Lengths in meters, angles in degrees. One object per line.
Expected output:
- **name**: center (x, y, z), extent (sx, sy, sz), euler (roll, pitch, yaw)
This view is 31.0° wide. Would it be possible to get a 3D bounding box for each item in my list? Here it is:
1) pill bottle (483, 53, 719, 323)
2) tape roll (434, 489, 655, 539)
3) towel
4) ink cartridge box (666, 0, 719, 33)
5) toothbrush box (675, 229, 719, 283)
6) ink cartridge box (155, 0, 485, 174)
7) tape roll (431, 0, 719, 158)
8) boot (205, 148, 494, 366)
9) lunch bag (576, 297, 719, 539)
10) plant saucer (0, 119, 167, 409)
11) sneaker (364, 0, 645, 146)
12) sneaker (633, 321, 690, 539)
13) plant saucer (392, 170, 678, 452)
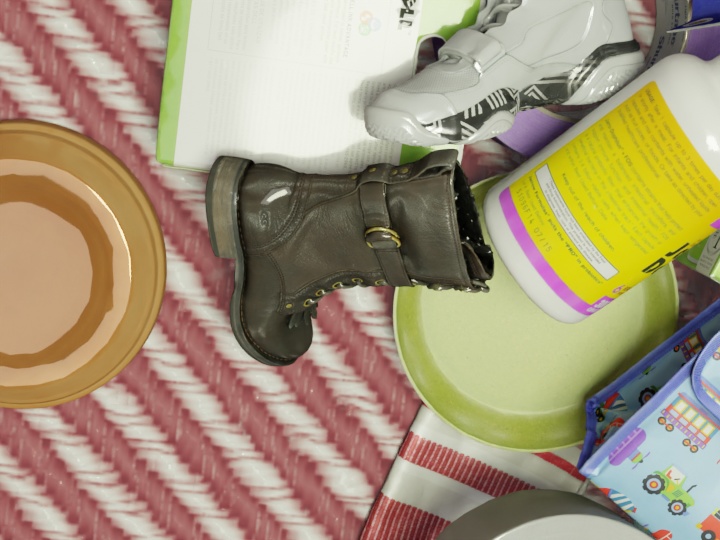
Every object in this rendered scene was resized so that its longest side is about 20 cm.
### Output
- **pill bottle**: center (0.179, -0.061, 0.797), extent (0.199, 0.105, 0.104), euler (-37, 104, 24)
- **tape roll**: center (0.121, 0.247, 0.837), extent (0.197, 0.066, 0.203), euler (-1, 96, -11)
- **towel**: center (0.091, 0.166, 0.964), extent (0.143, 0.023, 0.202), euler (24, 97, -10)
- **ink cartridge box**: center (0.282, -0.195, 0.827), extent (0.199, 0.094, 0.038), euler (-30, 109, -40)
- **toothbrush box**: center (0.288, -0.081, 0.876), extent (0.085, 0.146, 0.202), euler (25, 98, -10)
- **ink cartridge box**: center (-0.027, -0.133, 0.859), extent (0.197, 0.076, 0.150), euler (8, 100, -5)
- **tape roll**: center (0.149, -0.172, 0.884), extent (0.197, 0.066, 0.203), euler (-1, 101, -7)
- **boot**: center (0.000, 0.000, 0.832), extent (0.172, 0.070, 0.201), euler (4, 142, 15)
- **lunch bag**: center (0.261, 0.092, 0.825), extent (0.150, 0.094, 0.200), euler (40, 117, -5)
- **plant saucer**: center (-0.232, 0.000, 0.887), extent (0.197, 0.037, 0.203), euler (-1, 102, -6)
- **sneaker**: center (0.083, -0.149, 0.790), extent (0.198, 0.075, 0.116), euler (-19, 109, -23)
- **sneaker**: center (0.225, 0.142, 0.954), extent (0.073, 0.082, 0.203), euler (8, 76, -16)
- **plant saucer**: center (0.121, 0.027, 0.908), extent (0.197, 0.031, 0.203), euler (0, 103, 1)
